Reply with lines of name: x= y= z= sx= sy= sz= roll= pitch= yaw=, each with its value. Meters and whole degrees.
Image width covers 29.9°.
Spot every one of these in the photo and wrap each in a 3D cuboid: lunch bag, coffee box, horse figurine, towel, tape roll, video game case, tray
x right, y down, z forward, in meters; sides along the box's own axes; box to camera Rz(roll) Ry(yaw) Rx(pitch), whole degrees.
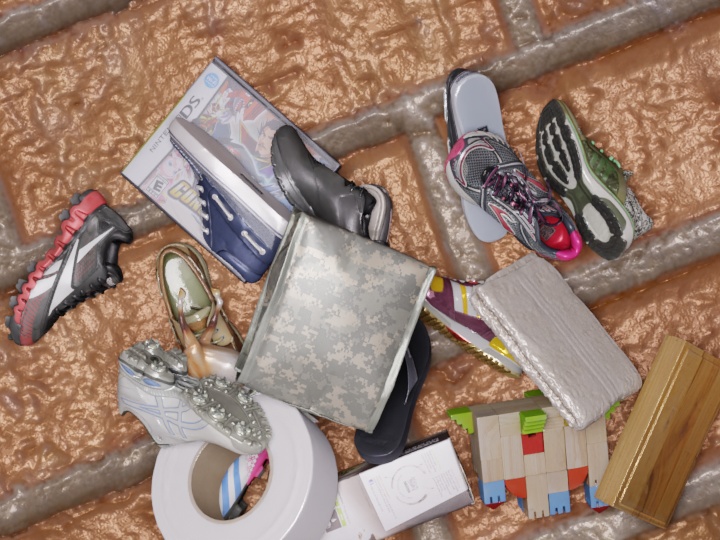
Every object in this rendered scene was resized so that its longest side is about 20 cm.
lunch bag: x=-0.031 y=0.058 z=1.439 sx=0.162 sy=0.118 sz=0.203 roll=21 pitch=91 yaw=-10
coffee box: x=0.024 y=0.256 z=1.529 sx=0.197 sy=0.113 sz=0.081 roll=-22 pitch=87 yaw=2
horse figurine: x=-0.141 y=0.091 z=1.513 sx=0.197 sy=0.050 sz=0.135 roll=9 pitch=104 yaw=-12
towel: x=0.216 y=0.077 z=1.502 sx=0.132 sy=0.035 sz=0.201 roll=-25 pitch=72 yaw=-43
tape roll: x=-0.126 y=0.231 z=1.469 sx=0.200 sy=0.071 sz=0.205 roll=-11 pitch=62 yaw=21
video game case: x=-0.154 y=-0.119 z=1.595 sx=0.199 sy=0.026 sz=0.181 roll=40 pitch=89 yaw=3
tray: x=0.348 y=0.184 z=1.533 sx=0.098 sy=0.037 sz=0.202 roll=25 pitch=89 yaw=-33

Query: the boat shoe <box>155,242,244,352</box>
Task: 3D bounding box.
boat shoe: x=-0.189 y=0.063 z=1.564 sx=0.075 sy=0.074 sz=0.202 roll=-27 pitch=87 yaw=1

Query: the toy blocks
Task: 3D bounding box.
toy blocks: x=0.205 y=0.217 z=1.542 sx=0.197 sy=0.100 sz=0.139 roll=-7 pitch=100 yaw=-8

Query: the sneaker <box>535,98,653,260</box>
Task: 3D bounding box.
sneaker: x=0.273 y=-0.110 z=1.569 sx=0.088 sy=0.077 sz=0.202 roll=-17 pitch=75 yaw=-36

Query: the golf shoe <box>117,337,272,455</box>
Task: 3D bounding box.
golf shoe: x=-0.183 y=0.158 z=1.460 sx=0.199 sy=0.078 sz=0.098 roll=30 pitch=117 yaw=24

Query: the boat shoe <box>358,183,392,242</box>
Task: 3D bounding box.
boat shoe: x=0.000 y=0.000 z=1.572 sx=0.066 sy=0.057 sz=0.203 roll=16 pitch=93 yaw=23

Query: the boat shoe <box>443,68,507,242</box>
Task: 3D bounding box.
boat shoe: x=0.132 y=-0.134 z=1.563 sx=0.073 sy=0.068 sz=0.202 roll=-21 pitch=112 yaw=-10

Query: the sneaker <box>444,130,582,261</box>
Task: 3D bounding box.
sneaker: x=0.178 y=-0.084 z=1.515 sx=0.199 sy=0.075 sz=0.081 roll=35 pitch=94 yaw=-26

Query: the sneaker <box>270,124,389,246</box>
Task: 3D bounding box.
sneaker: x=-0.033 y=-0.081 z=1.529 sx=0.090 sy=0.076 sz=0.202 roll=-30 pitch=84 yaw=13

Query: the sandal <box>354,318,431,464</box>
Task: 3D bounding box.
sandal: x=0.037 y=0.121 z=1.519 sx=0.075 sy=0.043 sz=0.202 roll=-4 pitch=50 yaw=15

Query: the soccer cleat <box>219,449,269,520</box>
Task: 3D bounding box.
soccer cleat: x=-0.146 y=0.214 z=1.559 sx=0.086 sy=0.070 sz=0.202 roll=32 pitch=89 yaw=4

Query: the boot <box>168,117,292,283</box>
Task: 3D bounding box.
boot: x=-0.166 y=-0.080 z=1.548 sx=0.200 sy=0.073 sz=0.091 roll=44 pitch=104 yaw=12

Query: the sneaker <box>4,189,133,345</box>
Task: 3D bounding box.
sneaker: x=-0.335 y=0.010 z=1.573 sx=0.097 sy=0.071 sz=0.202 roll=32 pitch=88 yaw=5

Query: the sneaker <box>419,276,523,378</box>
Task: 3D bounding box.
sneaker: x=0.124 y=0.036 z=1.561 sx=0.199 sy=0.075 sz=0.091 roll=36 pitch=81 yaw=-3
